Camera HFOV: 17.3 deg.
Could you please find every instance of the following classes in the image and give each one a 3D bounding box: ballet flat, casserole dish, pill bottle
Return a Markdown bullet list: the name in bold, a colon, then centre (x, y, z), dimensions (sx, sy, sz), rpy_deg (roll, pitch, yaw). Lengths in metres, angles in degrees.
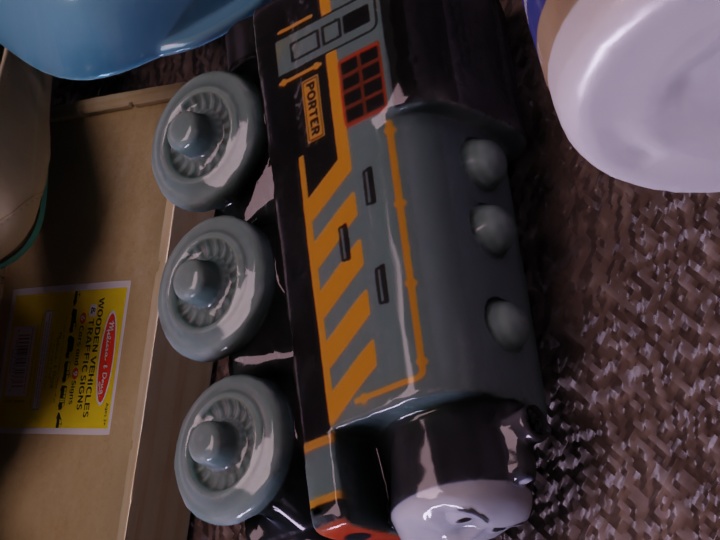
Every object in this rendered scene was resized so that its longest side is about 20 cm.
- **ballet flat**: centre (-0.147, -0.083, 0.909), dimensions (0.069, 0.069, 0.200), rpy_deg (-50, 28, 30)
- **casserole dish**: centre (-0.097, -0.134, 0.865), dimensions (0.121, 0.039, 0.200), rpy_deg (-33, 37, -15)
- **pill bottle**: centre (0.083, -0.130, 0.628), dimensions (0.111, 0.111, 0.200), rpy_deg (-40, 49, 38)

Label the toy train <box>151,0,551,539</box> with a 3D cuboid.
- **toy train**: centre (0.000, 0.000, 0.725), dimensions (0.114, 0.085, 0.200), rpy_deg (-25, 60, 35)

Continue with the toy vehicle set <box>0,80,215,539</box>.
- **toy vehicle set**: centre (-0.101, 0.034, 0.882), dimensions (0.124, 0.026, 0.200), rpy_deg (-2, 77, 52)
